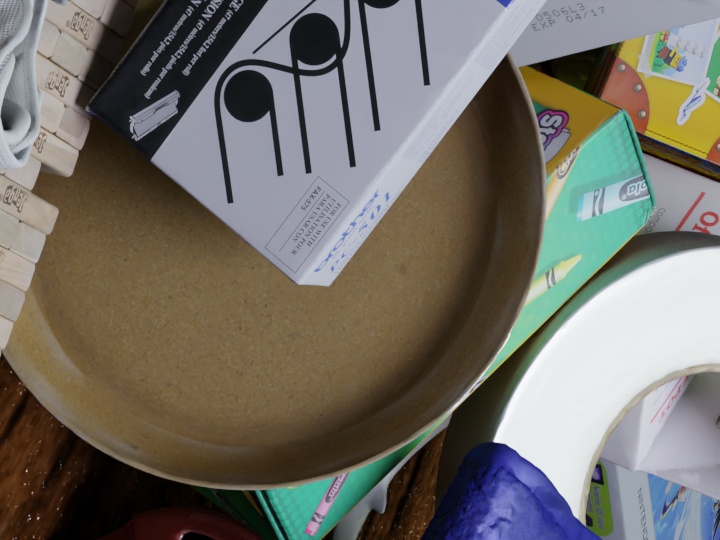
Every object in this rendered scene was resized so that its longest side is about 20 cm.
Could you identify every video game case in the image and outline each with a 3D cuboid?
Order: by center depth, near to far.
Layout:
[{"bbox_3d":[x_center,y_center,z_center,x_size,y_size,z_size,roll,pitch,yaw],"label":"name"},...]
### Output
[{"bbox_3d":[0.180,0.094,1.419,0.200,0.045,0.182,-51,145,-36],"label":"video game case"}]

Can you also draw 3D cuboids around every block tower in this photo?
[{"bbox_3d":[-0.131,-0.034,0.800,0.058,0.054,0.201,32,75,-59],"label":"block tower"}]

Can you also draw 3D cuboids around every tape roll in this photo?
[{"bbox_3d":[0.124,0.085,0.972,0.201,0.037,0.204,-6,103,-26],"label":"tape roll"}]

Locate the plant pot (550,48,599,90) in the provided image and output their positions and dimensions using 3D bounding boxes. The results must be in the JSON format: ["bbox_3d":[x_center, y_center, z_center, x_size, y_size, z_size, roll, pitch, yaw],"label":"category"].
[{"bbox_3d":[0.196,-0.141,1.208,0.194,0.200,0.200,-56,148,-10],"label":"plant pot"}]

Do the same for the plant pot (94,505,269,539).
[{"bbox_3d":[-0.036,0.197,0.955,0.195,0.200,0.202,44,65,-49],"label":"plant pot"}]

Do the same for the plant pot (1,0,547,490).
[{"bbox_3d":[-0.036,-0.024,0.845,0.027,0.199,0.201,76,34,-79],"label":"plant pot"}]

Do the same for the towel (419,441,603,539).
[{"bbox_3d":[0.038,0.178,0.877,0.148,0.049,0.201,43,66,-33],"label":"towel"}]

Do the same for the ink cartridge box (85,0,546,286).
[{"bbox_3d":[0.010,-0.102,0.797,0.200,0.094,0.044,-53,169,7],"label":"ink cartridge box"}]

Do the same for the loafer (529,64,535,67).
[{"bbox_3d":[0.034,-0.086,1.048,0.200,0.069,0.070,-51,143,-36],"label":"loafer"}]

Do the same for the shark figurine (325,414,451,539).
[{"bbox_3d":[0.039,0.074,1.121,0.215,0.089,0.129,-56,145,-33],"label":"shark figurine"}]

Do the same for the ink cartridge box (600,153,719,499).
[{"bbox_3d":[0.093,0.005,1.054,0.117,0.199,0.068,-53,155,-34],"label":"ink cartridge box"}]

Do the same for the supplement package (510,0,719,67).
[{"bbox_3d":[0.065,-0.194,0.921,0.120,0.120,0.201,47,38,-47],"label":"supplement package"}]

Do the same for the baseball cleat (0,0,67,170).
[{"bbox_3d":[-0.159,-0.039,0.693,0.200,0.106,0.070,-51,149,-32],"label":"baseball cleat"}]

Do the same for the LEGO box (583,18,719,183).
[{"bbox_3d":[0.161,-0.142,1.030,0.149,0.077,0.201,-34,146,-87],"label":"LEGO box"}]

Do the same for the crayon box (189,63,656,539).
[{"bbox_3d":[0.000,0.000,0.926,0.200,0.118,0.058,-42,135,-19],"label":"crayon box"}]
